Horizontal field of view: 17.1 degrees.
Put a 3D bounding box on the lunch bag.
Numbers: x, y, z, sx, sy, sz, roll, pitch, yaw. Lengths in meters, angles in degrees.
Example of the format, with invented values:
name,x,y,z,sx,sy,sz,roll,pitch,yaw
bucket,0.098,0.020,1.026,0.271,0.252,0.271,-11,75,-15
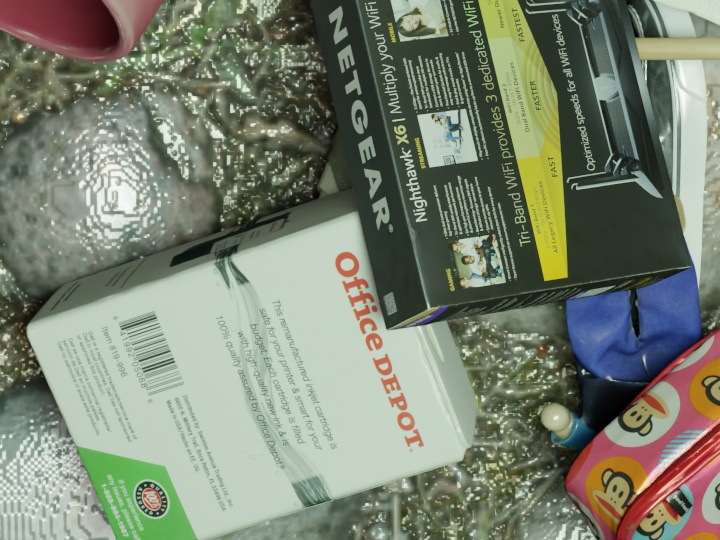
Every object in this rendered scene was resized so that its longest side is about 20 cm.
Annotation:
name,x,y,z,sx,sy,sz,roll,pitch,yaw
lunch bag,0.216,0.121,1.346,0.176,0.082,0.200,-40,139,-6

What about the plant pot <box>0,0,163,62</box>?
name,x,y,z,sx,sy,sz,roll,pitch,yaw
plant pot,-0.156,-0.231,1.192,0.200,0.200,0.179,34,74,-16

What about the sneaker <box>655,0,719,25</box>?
name,x,y,z,sx,sy,sz,roll,pitch,yaw
sneaker,0.199,-0.209,1.317,0.200,0.147,0.081,30,134,-7

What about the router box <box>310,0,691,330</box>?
name,x,y,z,sx,sy,sz,roll,pitch,yaw
router box,0.069,-0.080,1.214,0.157,0.052,0.200,-8,80,-27

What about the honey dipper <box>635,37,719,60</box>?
name,x,y,z,sx,sy,sz,roll,pitch,yaw
honey dipper,0.146,-0.120,1.294,0.200,0.038,0.038,2,101,21

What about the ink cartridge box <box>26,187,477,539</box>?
name,x,y,z,sx,sy,sz,roll,pitch,yaw
ink cartridge box,-0.053,0.052,1.274,0.200,0.083,0.147,-18,104,14

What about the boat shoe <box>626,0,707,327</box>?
name,x,y,z,sx,sy,sz,roll,pitch,yaw
boat shoe,0.151,-0.064,1.346,0.068,0.072,0.200,-6,108,-14

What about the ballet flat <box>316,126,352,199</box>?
name,x,y,z,sx,sy,sz,roll,pitch,yaw
ballet flat,0.000,0.000,1.321,0.064,0.067,0.200,-13,102,-5

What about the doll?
name,x,y,z,sx,sy,sz,roll,pitch,yaw
doll,0.162,0.052,1.338,0.136,0.048,0.200,-17,129,-8
